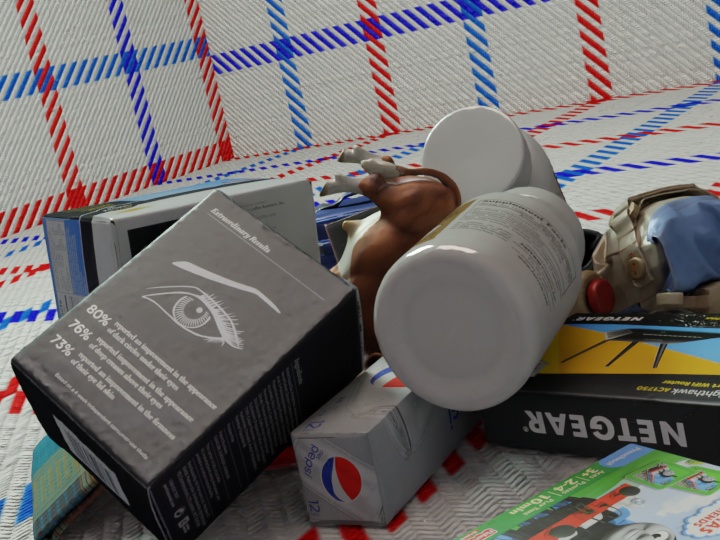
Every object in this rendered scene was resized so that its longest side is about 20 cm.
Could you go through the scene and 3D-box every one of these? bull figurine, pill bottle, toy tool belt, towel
[{"bbox_3d":[0.000,0.000,0.883,0.120,0.202,0.065,30,0,-4],"label":"bull figurine"},{"bbox_3d":[0.122,-0.067,0.991,0.113,0.116,0.200,-9,-19,16],"label":"pill bottle"},{"bbox_3d":[0.096,0.008,0.788,0.113,0.116,0.200,-7,15,26],"label":"pill bottle"},{"bbox_3d":[0.268,-0.007,0.944,0.199,0.126,0.122,-24,8,-40],"label":"toy tool belt"},{"bbox_3d":[-0.213,0.136,0.898,0.147,0.022,0.200,-46,19,-5],"label":"towel"}]

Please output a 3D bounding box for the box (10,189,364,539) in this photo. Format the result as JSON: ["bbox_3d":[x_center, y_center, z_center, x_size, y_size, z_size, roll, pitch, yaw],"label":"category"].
[{"bbox_3d":[-0.113,0.066,0.767,0.147,0.105,0.200,35,62,26],"label":"box"}]

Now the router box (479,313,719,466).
[{"bbox_3d":[0.203,0.079,0.776,0.198,0.052,0.148,-2,19,43],"label":"router box"}]

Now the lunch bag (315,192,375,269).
[{"bbox_3d":[0.025,-0.038,1.307,0.197,0.134,0.136,-14,12,-2],"label":"lunch bag"}]

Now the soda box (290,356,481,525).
[{"bbox_3d":[0.029,0.108,0.797,0.063,0.069,0.200,-5,13,29],"label":"soda box"}]

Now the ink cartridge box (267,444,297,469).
[{"bbox_3d":[-0.084,0.103,0.937,0.115,0.068,0.200,-10,13,14],"label":"ink cartridge box"}]

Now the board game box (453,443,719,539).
[{"bbox_3d":[0.161,0.148,0.550,0.150,0.037,0.199,-20,15,-30],"label":"board game box"}]

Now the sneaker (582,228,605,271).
[{"bbox_3d":[0.230,-0.002,1.026,0.199,0.082,0.073,-21,26,-41],"label":"sneaker"}]

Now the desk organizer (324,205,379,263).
[{"bbox_3d":[0.067,-0.044,1.194,0.198,0.073,0.077,-21,-9,0],"label":"desk organizer"}]

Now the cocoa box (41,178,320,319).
[{"bbox_3d":[-0.148,0.000,0.936,0.198,0.135,0.130,-16,14,-40],"label":"cocoa box"}]
